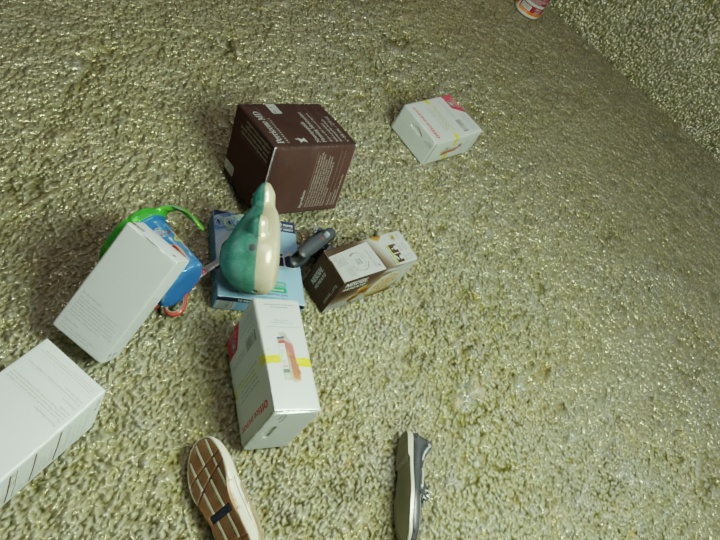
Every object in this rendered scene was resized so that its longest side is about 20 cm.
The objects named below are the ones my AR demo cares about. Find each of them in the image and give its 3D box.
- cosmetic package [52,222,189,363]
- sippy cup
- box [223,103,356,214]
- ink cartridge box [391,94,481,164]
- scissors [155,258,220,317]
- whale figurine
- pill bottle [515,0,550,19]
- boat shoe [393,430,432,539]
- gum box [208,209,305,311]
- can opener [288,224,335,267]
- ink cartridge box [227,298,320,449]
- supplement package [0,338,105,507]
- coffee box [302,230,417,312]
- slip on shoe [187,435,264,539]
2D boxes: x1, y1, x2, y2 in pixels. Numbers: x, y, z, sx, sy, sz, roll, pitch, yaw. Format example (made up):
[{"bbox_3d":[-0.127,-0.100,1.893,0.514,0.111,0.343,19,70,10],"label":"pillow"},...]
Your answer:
[{"bbox_3d":[-0.368,0.033,1.071,0.102,0.200,0.074,40,3,0],"label":"cosmetic package"},{"bbox_3d":[-0.341,-0.013,1.159,0.130,0.178,0.140,40,29,10],"label":"sippy cup"},{"bbox_3d":[-0.147,-0.230,1.422,0.199,0.165,0.166,-10,47,-37],"label":"box"},{"bbox_3d":[0.200,-0.375,1.831,0.199,0.084,0.145,-23,69,-41],"label":"ink cartridge box"},{"bbox_3d":[-0.294,0.005,1.229,0.073,0.014,0.200,30,58,16],"label":"scissors"},{"bbox_3d":[-0.193,-0.057,1.227,0.103,0.159,0.201,3,68,-6],"label":"whale figurine"},{"bbox_3d":[0.679,-1.056,2.594,0.109,0.200,0.110,17,48,-19],"label":"pill bottle"},{"bbox_3d":[0.097,0.368,1.177,0.062,0.073,0.201,19,43,-14],"label":"boat shoe"},{"bbox_3d":[-0.200,-0.014,1.321,0.169,0.045,0.201,8,52,-26],"label":"gum box"},{"bbox_3d":[-0.088,-0.047,1.360,0.078,0.064,0.200,39,16,6],"label":"can opener"},{"bbox_3d":[-0.146,0.169,1.125,0.083,0.145,0.201,6,53,-30],"label":"ink cartridge box"},{"bbox_3d":[-0.463,0.212,0.924,0.117,0.117,0.200,41,44,3],"label":"supplement package"},{"bbox_3d":[0.000,0.000,1.384,0.199,0.114,0.080,-17,66,-40],"label":"coffee box"},{"bbox_3d":[-0.195,0.342,1.029,0.200,0.076,0.061,55,7,28],"label":"slip on shoe"}]
